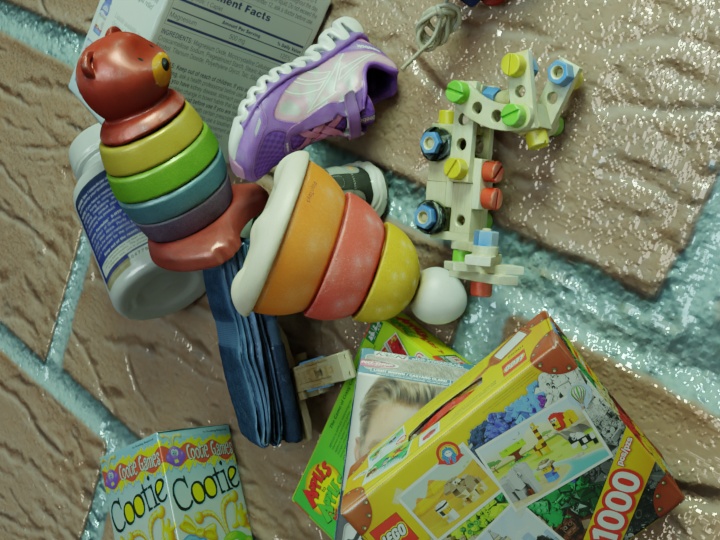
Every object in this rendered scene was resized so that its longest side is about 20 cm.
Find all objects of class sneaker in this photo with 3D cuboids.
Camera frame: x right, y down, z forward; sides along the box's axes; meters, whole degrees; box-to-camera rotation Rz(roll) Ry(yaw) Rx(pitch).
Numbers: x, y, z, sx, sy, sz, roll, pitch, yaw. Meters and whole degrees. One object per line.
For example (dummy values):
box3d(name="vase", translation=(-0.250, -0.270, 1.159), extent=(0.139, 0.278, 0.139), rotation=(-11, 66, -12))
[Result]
box3d(name="sneaker", translation=(-0.035, -0.147, 0.867), extent=(0.088, 0.200, 0.081), rotation=(34, 151, 17))
box3d(name="sneaker", translation=(-0.068, -0.055, 0.933), extent=(0.198, 0.079, 0.075), rotation=(-26, 73, 36))

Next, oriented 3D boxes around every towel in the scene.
box3d(name="towel", translation=(-0.111, 0.068, 0.930), extent=(0.111, 0.048, 0.204), rotation=(4, 108, 66))

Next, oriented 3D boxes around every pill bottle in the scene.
box3d(name="pill bottle", translation=(-0.246, -0.060, 1.051), extent=(0.120, 0.119, 0.202), rotation=(-42, 63, 29))

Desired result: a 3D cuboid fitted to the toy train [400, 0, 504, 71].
box3d(name="toy train", translation=(0.079, -0.284, 0.831), extent=(0.200, 0.084, 0.117), rotation=(-43, 52, 29))

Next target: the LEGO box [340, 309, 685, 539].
box3d(name="LEGO box", translation=(0.108, 0.155, 0.706), extent=(0.199, 0.077, 0.149), rotation=(-41, 98, 13))

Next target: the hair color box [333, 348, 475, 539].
box3d(name="hair color box", translation=(0.033, 0.175, 0.789), extent=(0.098, 0.061, 0.204), rotation=(8, 104, 2))

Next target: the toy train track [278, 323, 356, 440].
box3d(name="toy train track", translation=(-0.040, 0.095, 0.890), extent=(0.200, 0.032, 0.117), rotation=(-27, 79, 66))

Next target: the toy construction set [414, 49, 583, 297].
box3d(name="toy construction set", translation=(0.107, -0.077, 0.792), extent=(0.129, 0.092, 0.204), rotation=(8, 81, 38))

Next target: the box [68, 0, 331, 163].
box3d(name="box", translation=(-0.158, -0.226, 0.948), extent=(0.105, 0.182, 0.202), rotation=(41, 111, 37))

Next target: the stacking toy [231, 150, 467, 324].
box3d(name="stacking toy", translation=(0.000, 0.000, 0.821), extent=(0.197, 0.146, 0.148), rotation=(23, 105, -8))

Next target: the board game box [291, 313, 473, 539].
box3d(name="board game box", translation=(0.020, 0.152, 0.866), extent=(0.101, 0.047, 0.203), rotation=(35, 108, 35))

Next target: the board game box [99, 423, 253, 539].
box3d(name="board game box", translation=(-0.182, 0.274, 0.988), extent=(0.104, 0.102, 0.204), rotation=(-26, 72, 34))

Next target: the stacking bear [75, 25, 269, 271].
box3d(name="stacking bear", translation=(-0.180, -0.113, 0.848), extent=(0.112, 0.122, 0.202), rotation=(-8, 123, 26))
